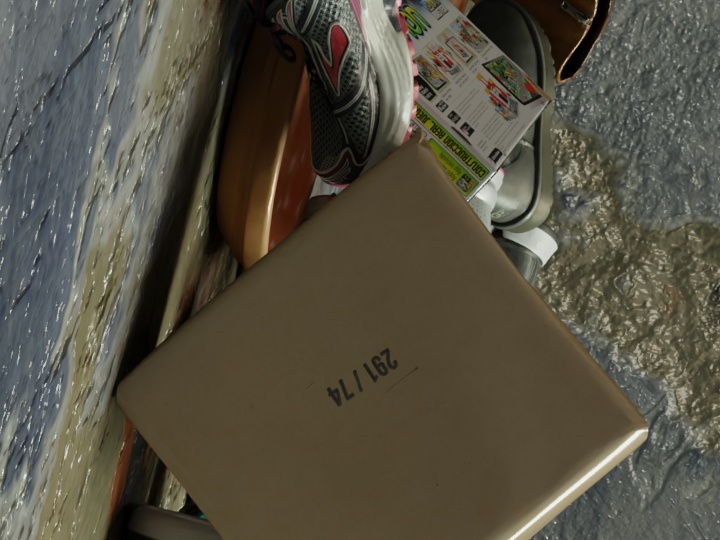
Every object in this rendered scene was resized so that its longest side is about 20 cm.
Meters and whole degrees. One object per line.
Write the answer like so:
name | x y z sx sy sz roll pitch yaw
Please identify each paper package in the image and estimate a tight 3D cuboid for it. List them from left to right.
paper package | 0.012 0.068 1.249 0.200 0.191 0.103 -39 175 0

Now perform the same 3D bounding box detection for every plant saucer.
plant saucer | -0.042 -0.094 1.407 0.200 0.037 0.201 14 90 -85

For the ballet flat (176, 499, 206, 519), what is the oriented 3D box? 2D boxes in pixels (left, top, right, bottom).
ballet flat | -0.107 0.209 1.472 0.071 0.070 0.201 -61 165 -70

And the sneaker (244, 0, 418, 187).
sneaker | -0.020 -0.127 1.259 0.081 0.074 0.201 -128 -154 -45

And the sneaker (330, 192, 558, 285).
sneaker | 0.033 -0.001 1.707 0.066 0.199 0.091 45 59 -53

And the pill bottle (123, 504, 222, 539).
pill bottle | -0.094 0.236 1.347 0.114 0.114 0.201 57 47 -83

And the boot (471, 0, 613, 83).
boot | 0.101 -0.253 1.690 0.068 0.200 0.189 -6 126 -43

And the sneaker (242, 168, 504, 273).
sneaker | 0.000 0.000 1.500 0.200 0.081 0.089 -31 -137 39

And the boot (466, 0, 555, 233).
boot | 0.046 -0.121 1.593 0.200 0.072 0.183 20 53 -45

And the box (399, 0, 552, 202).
box | 0.045 -0.104 1.428 0.035 0.110 0.200 -46 180 20
